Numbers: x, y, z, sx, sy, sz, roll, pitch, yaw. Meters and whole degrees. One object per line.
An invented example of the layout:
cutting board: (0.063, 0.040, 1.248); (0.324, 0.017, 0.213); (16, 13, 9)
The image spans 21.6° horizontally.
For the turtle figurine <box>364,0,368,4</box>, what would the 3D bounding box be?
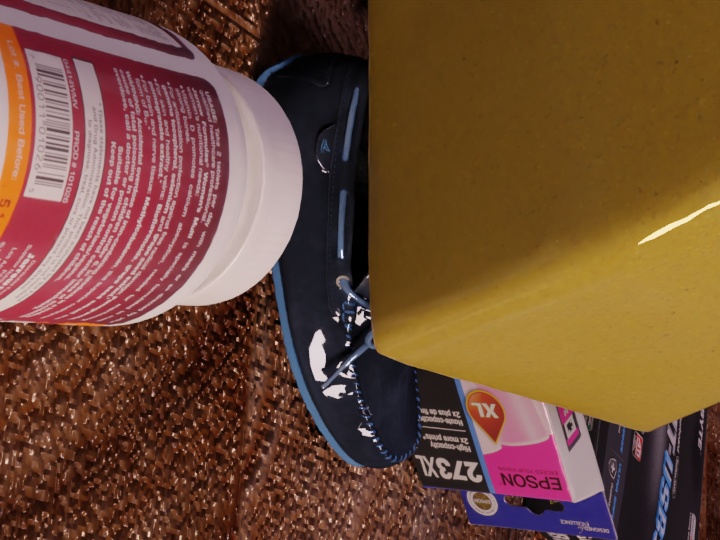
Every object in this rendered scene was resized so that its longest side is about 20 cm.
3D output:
turtle figurine: (0.086, -0.089, 1.018); (0.201, 0.149, 0.101); (61, -2, -32)

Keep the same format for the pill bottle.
pill bottle: (-0.106, -0.037, 0.633); (0.199, 0.109, 0.111); (8, 79, -62)

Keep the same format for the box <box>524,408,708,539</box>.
box: (0.173, 0.102, 1.214); (0.199, 0.049, 0.202); (46, 48, -49)

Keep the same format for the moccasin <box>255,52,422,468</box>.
moccasin: (0.000, 0.000, 0.873); (0.080, 0.068, 0.202); (-44, 124, -55)

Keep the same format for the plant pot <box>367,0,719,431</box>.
plant pot: (0.139, -0.058, 0.819); (0.193, 0.199, 0.198); (17, 65, -40)

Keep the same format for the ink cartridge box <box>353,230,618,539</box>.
ink cartridge box: (0.061, 0.060, 0.952); (0.037, 0.094, 0.202); (-47, 127, -42)
